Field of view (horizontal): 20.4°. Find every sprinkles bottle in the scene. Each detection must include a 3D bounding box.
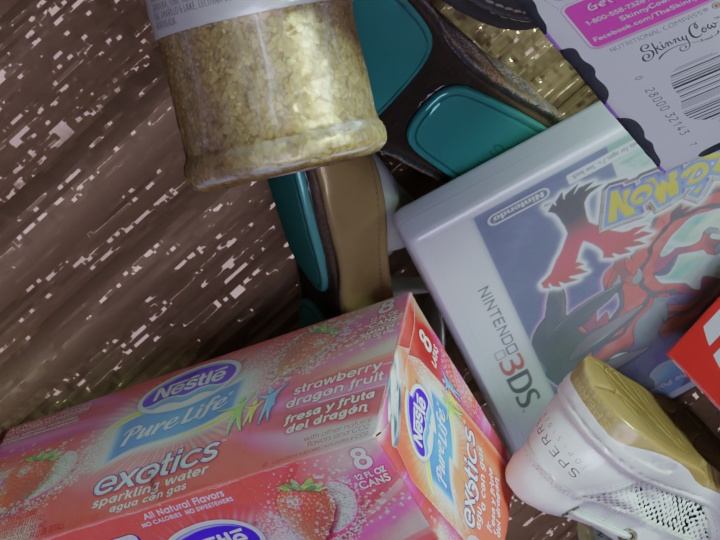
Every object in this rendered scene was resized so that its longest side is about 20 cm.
[{"bbox_3d":[-0.045,-0.128,0.636,0.068,0.068,0.200,-13,93,-7],"label":"sprinkles bottle"}]

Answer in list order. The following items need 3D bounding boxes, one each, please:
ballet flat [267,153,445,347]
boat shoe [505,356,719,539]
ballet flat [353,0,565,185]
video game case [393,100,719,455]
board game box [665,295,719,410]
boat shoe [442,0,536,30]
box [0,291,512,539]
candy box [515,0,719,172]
[{"bbox_3d":[0.000,0.000,0.825,0.063,0.069,0.200,-18,125,-15],"label":"ballet flat"},{"bbox_3d":[0.121,0.096,0.861,0.069,0.071,0.200,-42,142,12],"label":"boat shoe"},{"bbox_3d":[0.006,-0.080,0.761,0.068,0.067,0.200,-44,137,11],"label":"ballet flat"},{"bbox_3d":[0.130,-0.011,0.830,0.200,0.023,0.182,-29,139,0],"label":"video game case"},{"bbox_3d":[0.242,0.016,0.785,0.152,0.046,0.200,47,116,18],"label":"board game box"},{"bbox_3d":[0.019,-0.158,0.702,0.067,0.057,0.200,-36,117,2],"label":"boat shoe"},{"bbox_3d":[-0.051,0.099,0.797,0.200,0.095,0.103,-20,119,23],"label":"box"},{"bbox_3d":[0.074,-0.156,0.642,0.072,0.168,0.200,-23,142,24],"label":"candy box"}]
